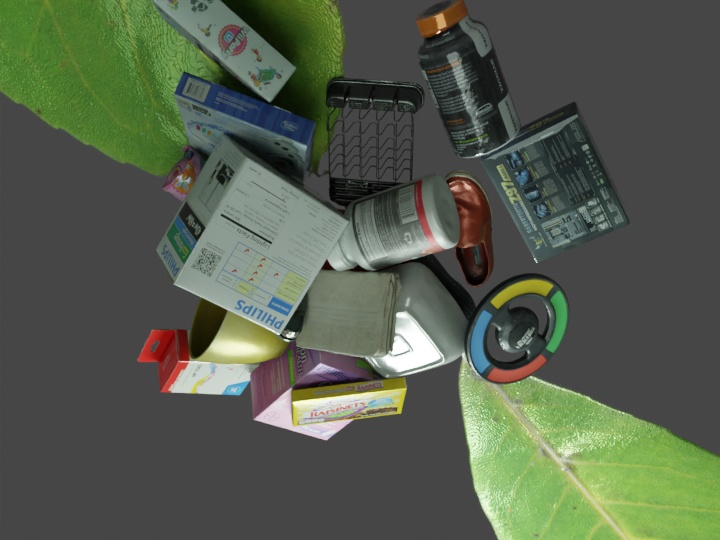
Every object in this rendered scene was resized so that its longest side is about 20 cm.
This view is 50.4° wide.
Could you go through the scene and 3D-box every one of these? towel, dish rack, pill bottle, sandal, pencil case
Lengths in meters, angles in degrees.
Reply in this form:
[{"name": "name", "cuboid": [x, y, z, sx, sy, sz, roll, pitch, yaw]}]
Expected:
[{"name": "towel", "cuboid": [-0.021, 0.065, 1.209, 0.197, 0.034, 0.136, 4, 83, 40]}, {"name": "dish rack", "cuboid": [0.018, -0.185, 1.173, 0.149, 0.055, 0.204, 6, 125, 9]}, {"name": "pill bottle", "cuboid": [0.143, -0.269, 1.058, 0.104, 0.107, 0.203, -16, 117, 21]}, {"name": "sandal", "cuboid": [0.134, 0.035, 1.282, 0.075, 0.048, 0.202, -37, 120, -3]}, {"name": "pill bottle", "cuboid": [0.042, -0.064, 1.151, 0.196, 0.112, 0.112, -16, 118, 26]}, {"name": "pencil case", "cuboid": [-0.223, -0.111, 1.238, 0.199, 0.088, 0.087, 39, 122, -24]}]

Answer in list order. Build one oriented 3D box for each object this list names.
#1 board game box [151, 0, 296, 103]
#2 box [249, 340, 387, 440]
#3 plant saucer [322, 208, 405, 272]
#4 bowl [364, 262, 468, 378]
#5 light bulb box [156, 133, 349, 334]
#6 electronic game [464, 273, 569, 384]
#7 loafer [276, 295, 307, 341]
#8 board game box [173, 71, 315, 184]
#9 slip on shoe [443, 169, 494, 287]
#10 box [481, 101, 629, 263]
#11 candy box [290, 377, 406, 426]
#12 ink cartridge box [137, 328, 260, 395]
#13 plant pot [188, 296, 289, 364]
[{"name": "board game box", "cuboid": [-0.188, -0.321, 1.071, 0.199, 0.148, 0.065, 40, 92, -13]}, {"name": "box", "cuboid": [-0.071, 0.199, 1.369, 0.174, 0.098, 0.199, 24, 127, -36]}, {"name": "plant saucer", "cuboid": [0.000, 0.000, 1.281, 0.194, 0.037, 0.204, 8, 124, 8]}, {"name": "bowl", "cuboid": [0.065, 0.099, 1.256, 0.197, 0.076, 0.201, -19, 124, 32]}, {"name": "light bulb box", "cuboid": [-0.158, -0.050, 1.114, 0.196, 0.125, 0.202, 29, 97, -35]}, {"name": "electronic game", "cuboid": [0.259, 0.099, 1.258, 0.195, 0.042, 0.205, -11, 118, -20]}, {"name": "loafer", "cuboid": [-0.121, 0.014, 1.244, 0.071, 0.204, 0.063, 17, 138, -36]}, {"name": "board game box", "cuboid": [-0.167, -0.200, 1.138, 0.196, 0.044, 0.199, 21, 166, -2]}, {"name": "slip on shoe", "cuboid": [0.173, -0.064, 1.210, 0.072, 0.062, 0.204, -6, 119, 18]}, {"name": "box", "cuboid": [0.292, -0.127, 1.149, 0.155, 0.051, 0.202, -24, 115, 25]}, {"name": "candy box", "cuboid": [-0.022, 0.226, 1.312, 0.195, 0.027, 0.103, -6, 143, -8]}, {"name": "ink cartridge box", "cuboid": [-0.295, 0.168, 1.393, 0.196, 0.068, 0.117, 7, 140, -30]}, {"name": "plant pot", "cuboid": [-0.191, 0.078, 1.318, 0.140, 0.203, 0.201, 23, 126, -25]}]
